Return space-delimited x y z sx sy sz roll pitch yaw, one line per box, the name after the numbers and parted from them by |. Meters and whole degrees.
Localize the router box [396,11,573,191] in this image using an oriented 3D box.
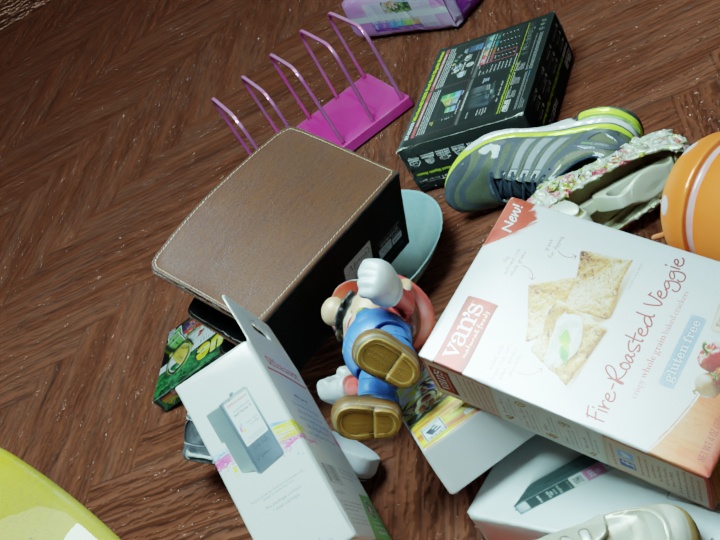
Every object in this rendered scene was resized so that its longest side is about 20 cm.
0.139 -0.184 1.175 0.149 0.062 0.201 -11 38 32 | router box

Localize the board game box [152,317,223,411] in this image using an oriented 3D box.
-0.131 0.054 1.094 0.199 0.023 0.105 -36 32 26 | board game box

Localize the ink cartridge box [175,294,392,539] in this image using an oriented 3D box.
-0.063 0.126 0.793 0.067 0.117 0.201 -33 69 4 | ink cartridge box

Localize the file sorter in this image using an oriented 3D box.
-0.067 -0.212 1.350 0.199 0.126 0.139 -38 30 -5 | file sorter

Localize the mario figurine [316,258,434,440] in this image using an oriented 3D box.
-0.004 0.054 0.842 0.123 0.106 0.200 -36 12 10 | mario figurine

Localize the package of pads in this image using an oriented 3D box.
0.080 -0.389 1.503 0.199 0.076 0.121 5 50 47 | package of pads

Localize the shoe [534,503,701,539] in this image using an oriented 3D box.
0.110 0.200 0.637 0.200 0.053 0.070 -39 47 18 | shoe

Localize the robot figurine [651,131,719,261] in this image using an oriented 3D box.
0.297 -0.036 0.768 0.116 0.145 0.200 -23 25 -26 | robot figurine

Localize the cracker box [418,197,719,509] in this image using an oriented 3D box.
0.155 0.045 0.689 0.199 0.058 0.135 20 68 32 | cracker box

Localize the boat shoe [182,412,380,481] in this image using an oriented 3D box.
-0.073 0.158 0.906 0.199 0.072 0.068 10 85 33 | boat shoe

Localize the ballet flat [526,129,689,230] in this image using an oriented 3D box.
0.200 -0.057 0.923 0.199 0.076 0.064 -35 12 0 | ballet flat

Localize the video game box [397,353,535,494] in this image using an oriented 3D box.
0.118 0.065 0.819 0.199 0.047 0.182 -36 10 -3 | video game box

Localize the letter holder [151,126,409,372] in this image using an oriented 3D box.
-0.072 -0.017 0.981 0.141 0.101 0.200 26 61 27 | letter holder

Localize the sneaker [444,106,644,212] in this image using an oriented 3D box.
0.166 -0.091 1.015 0.199 0.074 0.081 -17 38 30 | sneaker

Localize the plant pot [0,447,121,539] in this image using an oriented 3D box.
-0.218 0.279 0.765 0.175 0.201 0.201 10 50 34 | plant pot

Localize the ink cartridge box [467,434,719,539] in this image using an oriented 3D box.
0.152 0.178 0.681 0.199 0.044 0.174 1 45 45 | ink cartridge box

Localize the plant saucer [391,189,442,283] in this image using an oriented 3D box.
0.000 0.000 1.077 0.200 0.039 0.202 -24 32 16 | plant saucer
